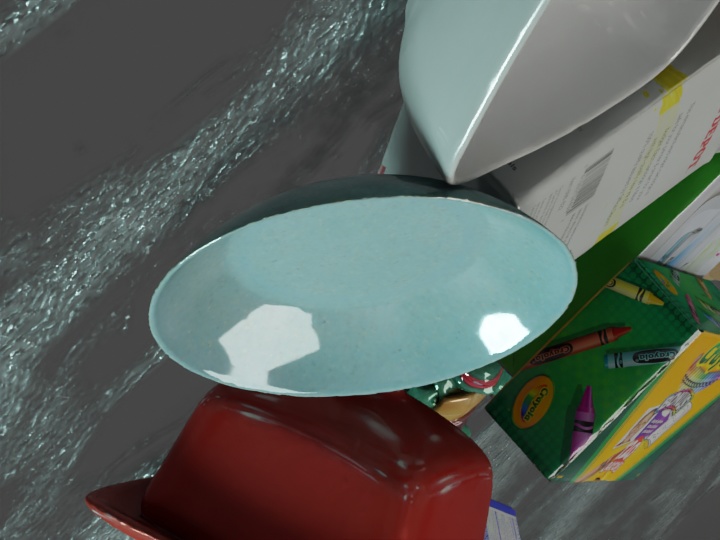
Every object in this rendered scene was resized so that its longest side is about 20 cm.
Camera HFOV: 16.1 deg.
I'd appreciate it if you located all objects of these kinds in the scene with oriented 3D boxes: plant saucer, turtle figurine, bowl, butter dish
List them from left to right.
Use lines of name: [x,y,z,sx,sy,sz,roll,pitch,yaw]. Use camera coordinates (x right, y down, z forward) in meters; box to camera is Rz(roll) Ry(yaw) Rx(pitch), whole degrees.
butter dish: [-0.010,0.102,1.347,0.199,0.199,0.149,2,110,-68]
plant saucer: [0.000,0.000,1.185,0.199,0.039,0.201,-5,152,-3]
turtle figurine: [0.055,0.086,1.546,0.149,0.102,0.200,-6,166,-20]
bowl: [0.105,-0.147,1.111,0.199,0.075,0.200,-28,159,-42]

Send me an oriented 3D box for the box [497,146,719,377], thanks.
box: [0.145,-0.031,1.482,0.200,0.097,0.176,-45,163,5]

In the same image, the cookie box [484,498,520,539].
cookie box: [0.008,0.191,1.617,0.170,0.076,0.200,-11,168,11]

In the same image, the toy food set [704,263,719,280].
toy food set: [0.314,-0.071,1.883,0.200,0.049,0.198,-41,164,-8]

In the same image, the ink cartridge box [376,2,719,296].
ink cartridge box: [0.106,-0.072,1.290,0.199,0.083,0.145,-34,161,-27]

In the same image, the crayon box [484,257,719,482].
crayon box: [0.156,0.060,1.456,0.119,0.058,0.200,-46,163,12]
